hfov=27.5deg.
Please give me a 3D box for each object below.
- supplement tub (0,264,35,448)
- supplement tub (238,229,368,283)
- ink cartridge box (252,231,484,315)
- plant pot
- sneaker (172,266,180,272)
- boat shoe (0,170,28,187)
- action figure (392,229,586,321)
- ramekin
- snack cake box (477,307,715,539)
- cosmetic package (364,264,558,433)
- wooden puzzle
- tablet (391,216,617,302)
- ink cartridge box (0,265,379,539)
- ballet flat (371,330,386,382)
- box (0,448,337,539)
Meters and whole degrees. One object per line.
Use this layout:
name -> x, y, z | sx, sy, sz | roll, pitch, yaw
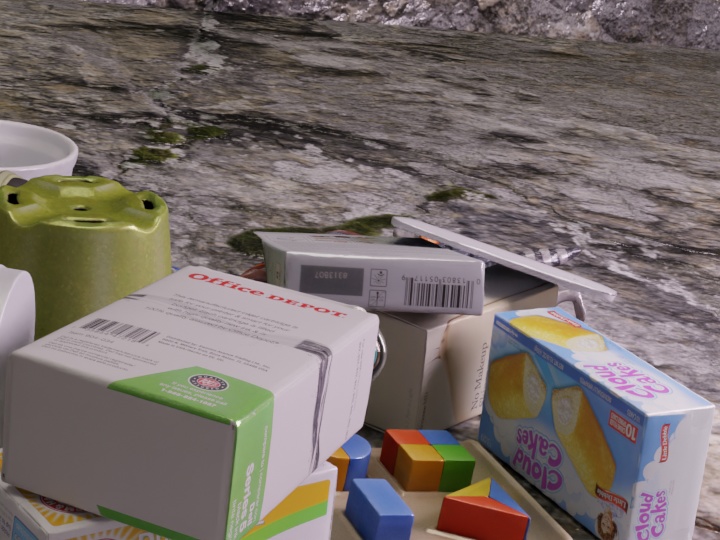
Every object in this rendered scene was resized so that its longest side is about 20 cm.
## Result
supplement tub -> -0.313, 0.046, 0.907 | 0.198, 0.146, 0.145 | 8, 18, -1
supplement tub -> -0.053, 0.035, 1.292 | 0.106, 0.108, 0.200 | 15, 21, 22
ink cartridge box -> 0.000, 0.000, 1.216 | 0.161, 0.058, 0.200 | 2, 2, -12
plant pot -> -0.217, 0.032, 1.113 | 0.199, 0.186, 0.201 | 6, 18, -2
sneaker -> -0.172, 0.033, 1.306 | 0.085, 0.078, 0.200 | 7, 18, -14
boat shoe -> -0.270, -0.041, 1.235 | 0.066, 0.072, 0.201 | 12, 0, -2
action figure -> 0.115, -0.004, 1.485 | 0.192, 0.105, 0.200 | 13, 19, -13
ramekin -> -0.399, -0.089, 1.540 | 0.199, 0.098, 0.201 | 6, 19, -2
snack cake box -> 0.174, 0.118, 1.120 | 0.067, 0.116, 0.200 | -4, 21, -28
cosmetic package -> 0.082, 0.067, 1.256 | 0.073, 0.104, 0.199 | 19, 23, 34
wooden puzzle -> 0.029, 0.159, 1.049 | 0.199, 0.047, 0.185 | -1, 20, -22
tablet -> 0.128, -0.010, 1.287 | 0.199, 0.014, 0.130 | 20, 3, 10
ink cartridge box -> -0.094, 0.073, 0.871 | 0.145, 0.085, 0.200 | 14, 19, 20
ballet flat -> -0.064, 0.108, 1.058 | 0.200, 0.068, 0.064 | -37, -2, -7
box -> -0.128, 0.161, 0.894 | 0.199, 0.102, 0.112 | -7, 23, -36
